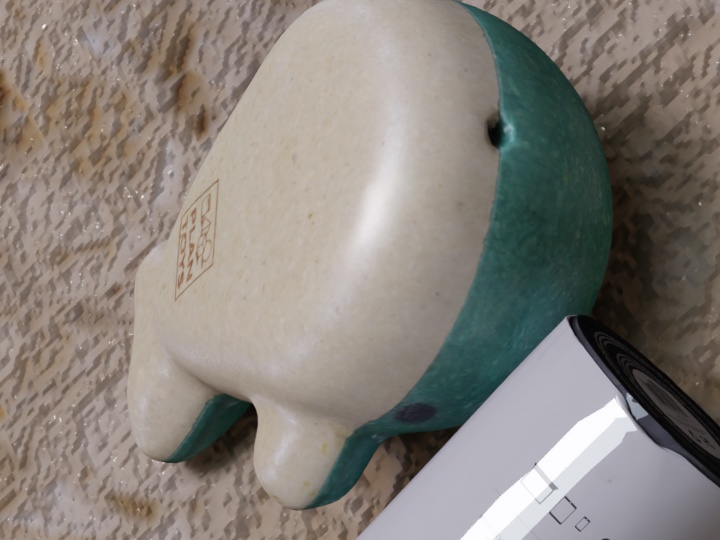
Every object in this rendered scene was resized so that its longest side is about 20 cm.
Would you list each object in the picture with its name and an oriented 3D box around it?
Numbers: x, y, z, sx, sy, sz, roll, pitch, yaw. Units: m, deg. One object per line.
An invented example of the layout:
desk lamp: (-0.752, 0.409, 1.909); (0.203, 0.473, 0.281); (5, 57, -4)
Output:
speaker: (0.018, 0.110, 0.811); (0.200, 0.081, 0.081); (-47, 47, 10)
whale figurine: (0.000, 0.000, 0.890); (0.200, 0.104, 0.159); (-37, 45, 52)
